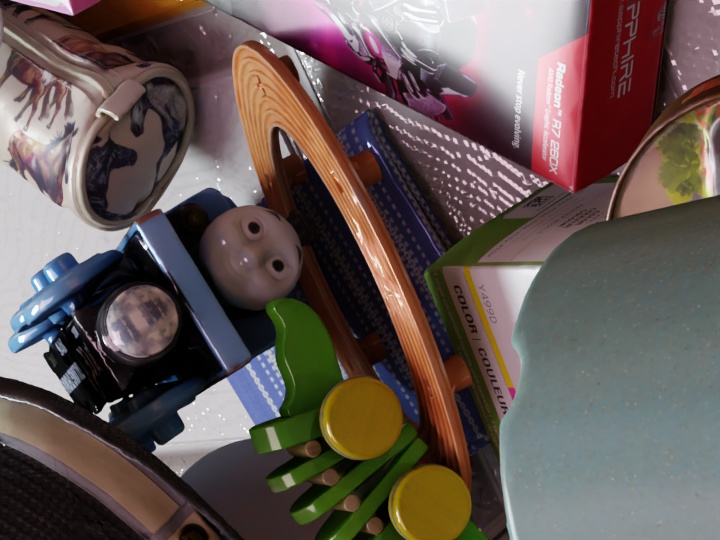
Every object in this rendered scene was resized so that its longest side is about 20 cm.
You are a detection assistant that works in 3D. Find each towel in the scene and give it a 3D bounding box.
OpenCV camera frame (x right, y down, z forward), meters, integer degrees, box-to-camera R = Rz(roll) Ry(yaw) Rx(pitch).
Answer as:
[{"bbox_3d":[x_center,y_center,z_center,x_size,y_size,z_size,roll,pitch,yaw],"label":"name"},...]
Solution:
[{"bbox_3d":[-0.003,0.029,1.135,0.145,0.024,0.200,58,145,4],"label":"towel"}]

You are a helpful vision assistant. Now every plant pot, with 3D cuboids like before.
[{"bbox_3d":[0.158,0.048,0.733,0.196,0.200,0.201,-6,113,34],"label":"plant pot"}]

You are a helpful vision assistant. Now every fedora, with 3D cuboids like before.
[{"bbox_3d":[-0.112,0.136,1.015,0.200,0.092,0.201,30,152,18],"label":"fedora"}]

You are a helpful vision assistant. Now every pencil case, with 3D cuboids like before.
[{"bbox_3d":[-0.160,-0.093,1.176,0.200,0.078,0.090,32,163,33],"label":"pencil case"}]

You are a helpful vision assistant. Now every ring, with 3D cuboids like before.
[{"bbox_3d":[0.000,0.000,1.020,0.201,0.019,0.201,60,169,21],"label":"ring"}]

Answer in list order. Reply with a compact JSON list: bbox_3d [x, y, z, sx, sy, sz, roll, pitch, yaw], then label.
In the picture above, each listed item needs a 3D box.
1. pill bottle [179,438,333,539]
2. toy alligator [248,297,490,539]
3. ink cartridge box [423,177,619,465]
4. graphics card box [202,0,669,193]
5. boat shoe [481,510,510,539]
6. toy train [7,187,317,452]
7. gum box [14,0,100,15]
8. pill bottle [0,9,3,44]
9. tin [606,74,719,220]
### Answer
[{"bbox_3d":[-0.029,0.170,1.166,0.112,0.112,0.200,30,149,35],"label":"pill bottle"},{"bbox_3d":[0.015,0.101,0.979,0.200,0.054,0.059,52,166,-7],"label":"toy alligator"},{"bbox_3d":[0.133,0.045,0.919,0.200,0.076,0.148,-1,116,54],"label":"ink cartridge box"},{"bbox_3d":[0.020,-0.125,0.939,0.200,0.051,0.126,31,137,30],"label":"graphics card box"},{"bbox_3d":[0.036,0.162,1.028,0.062,0.200,0.075,40,145,18],"label":"boat shoe"},{"bbox_3d":[-0.078,0.018,1.063,0.087,0.114,0.200,56,167,1],"label":"toy train"},{"bbox_3d":[-0.107,-0.204,0.987,0.066,0.113,0.201,19,131,42],"label":"gum box"},{"bbox_3d":[-0.229,-0.165,1.122,0.200,0.116,0.116,62,152,31],"label":"pill bottle"},{"bbox_3d":[0.150,0.028,0.852,0.112,0.042,0.201,-14,109,17],"label":"tin"}]
